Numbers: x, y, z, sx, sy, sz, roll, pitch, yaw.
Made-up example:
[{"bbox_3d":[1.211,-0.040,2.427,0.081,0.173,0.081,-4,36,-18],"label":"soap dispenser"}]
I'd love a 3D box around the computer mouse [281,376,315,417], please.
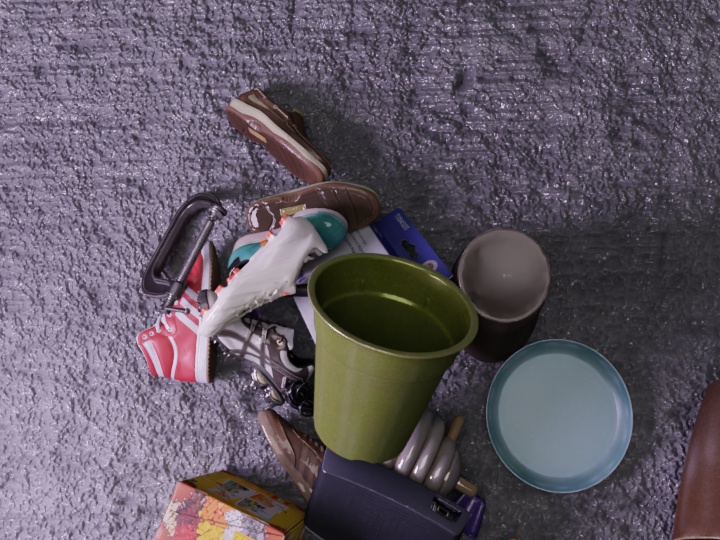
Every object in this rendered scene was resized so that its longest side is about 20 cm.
[{"bbox_3d":[-0.026,0.115,1.081,0.052,0.138,0.202,21,74,47],"label":"computer mouse"}]

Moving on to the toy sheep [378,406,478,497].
[{"bbox_3d":[0.068,0.239,1.034,0.197,0.138,0.140,26,84,8],"label":"toy sheep"}]

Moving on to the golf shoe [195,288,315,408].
[{"bbox_3d":[-0.141,0.089,1.075,0.094,0.078,0.201,-35,112,9],"label":"golf shoe"}]

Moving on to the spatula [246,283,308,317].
[{"bbox_3d":[-0.120,0.036,1.062,0.197,0.057,0.021,-13,44,35],"label":"spatula"}]

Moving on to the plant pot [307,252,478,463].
[{"bbox_3d":[0.020,0.114,0.917,0.196,0.201,0.193,18,120,8],"label":"plant pot"}]

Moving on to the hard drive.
[{"bbox_3d":[0.027,0.316,0.983,0.196,0.042,0.137,23,117,9],"label":"hard drive"}]

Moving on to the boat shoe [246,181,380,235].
[{"bbox_3d":[-0.063,-0.093,1.124,0.195,0.076,0.073,-2,103,13],"label":"boat shoe"}]

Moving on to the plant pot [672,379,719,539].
[{"bbox_3d":[0.485,0.245,0.977,0.182,0.188,0.204,5,67,7],"label":"plant pot"}]

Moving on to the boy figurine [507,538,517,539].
[{"bbox_3d":[0.149,0.437,1.013,0.199,0.064,0.125,-40,109,-13],"label":"boy figurine"}]

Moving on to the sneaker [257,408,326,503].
[{"bbox_3d":[-0.065,0.265,1.079,0.075,0.070,0.202,-33,86,-12],"label":"sneaker"}]

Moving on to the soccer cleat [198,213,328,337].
[{"bbox_3d":[-0.125,0.018,1.000,0.077,0.069,0.200,43,85,-4],"label":"soccer cleat"}]

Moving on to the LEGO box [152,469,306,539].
[{"bbox_3d":[-0.155,0.328,1.004,0.146,0.200,0.079,23,83,10],"label":"LEGO box"}]

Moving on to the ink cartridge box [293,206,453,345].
[{"bbox_3d":[0.000,0.000,1.064,0.198,0.044,0.197,-35,38,1],"label":"ink cartridge box"}]

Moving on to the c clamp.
[{"bbox_3d":[-0.244,-0.026,1.108,0.169,0.027,0.203,-3,59,46],"label":"c clamp"}]

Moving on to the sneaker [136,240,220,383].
[{"bbox_3d":[-0.261,0.057,1.125,0.110,0.071,0.205,2,83,3],"label":"sneaker"}]

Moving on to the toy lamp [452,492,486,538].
[{"bbox_3d":[0.104,0.388,1.041,0.057,0.058,0.203,30,87,10],"label":"toy lamp"}]

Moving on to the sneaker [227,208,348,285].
[{"bbox_3d":[-0.103,-0.019,1.076,0.197,0.072,0.081,-19,40,31],"label":"sneaker"}]

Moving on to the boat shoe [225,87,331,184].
[{"bbox_3d":[-0.108,-0.207,1.144,0.201,0.075,0.075,39,71,19],"label":"boat shoe"}]

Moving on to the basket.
[{"bbox_3d":[0.179,0.023,1.019,0.133,0.200,0.185,5,82,7],"label":"basket"}]

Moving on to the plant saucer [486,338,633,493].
[{"bbox_3d":[0.270,0.197,1.069,0.195,0.027,0.205,-1,80,6],"label":"plant saucer"}]
